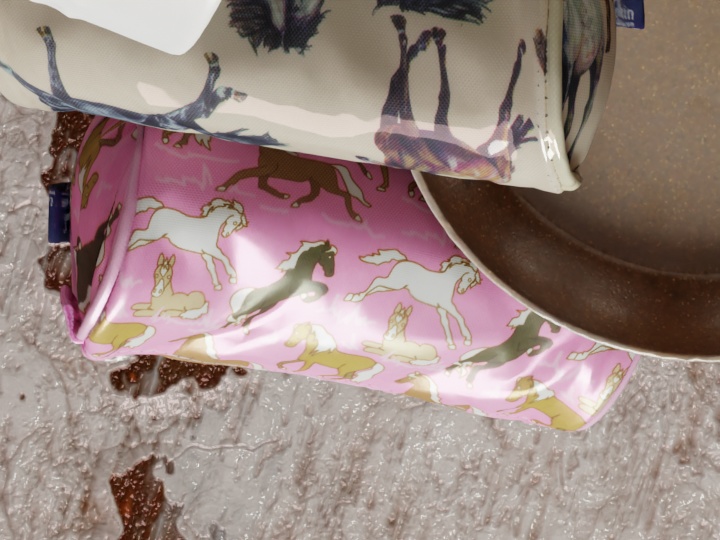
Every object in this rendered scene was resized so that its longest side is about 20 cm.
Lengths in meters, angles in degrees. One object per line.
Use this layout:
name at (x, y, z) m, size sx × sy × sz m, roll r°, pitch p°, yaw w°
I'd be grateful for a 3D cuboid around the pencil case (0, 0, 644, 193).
pencil case at (-0.022, -0.080, 0.737) m, size 0.199 × 0.090 × 0.078 m, roll 9°, pitch 173°, yaw 21°

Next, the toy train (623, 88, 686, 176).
toy train at (0.104, -0.088, 0.848) m, size 0.199 × 0.115 × 0.087 m, roll 8°, pitch -177°, yaw 3°

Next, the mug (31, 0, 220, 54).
mug at (-0.104, -0.153, 0.649) m, size 0.175 × 0.148 × 0.200 m, roll 21°, pitch 176°, yaw -11°

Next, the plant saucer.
plant saucer at (0.108, -0.070, 0.778) m, size 0.199 × 0.201 × 0.035 m, roll 17°, pitch -158°, yaw 0°

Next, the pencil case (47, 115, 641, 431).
pencil case at (0.000, 0.000, 0.834) m, size 0.199 × 0.083 × 0.086 m, roll 10°, pitch 156°, yaw -23°
